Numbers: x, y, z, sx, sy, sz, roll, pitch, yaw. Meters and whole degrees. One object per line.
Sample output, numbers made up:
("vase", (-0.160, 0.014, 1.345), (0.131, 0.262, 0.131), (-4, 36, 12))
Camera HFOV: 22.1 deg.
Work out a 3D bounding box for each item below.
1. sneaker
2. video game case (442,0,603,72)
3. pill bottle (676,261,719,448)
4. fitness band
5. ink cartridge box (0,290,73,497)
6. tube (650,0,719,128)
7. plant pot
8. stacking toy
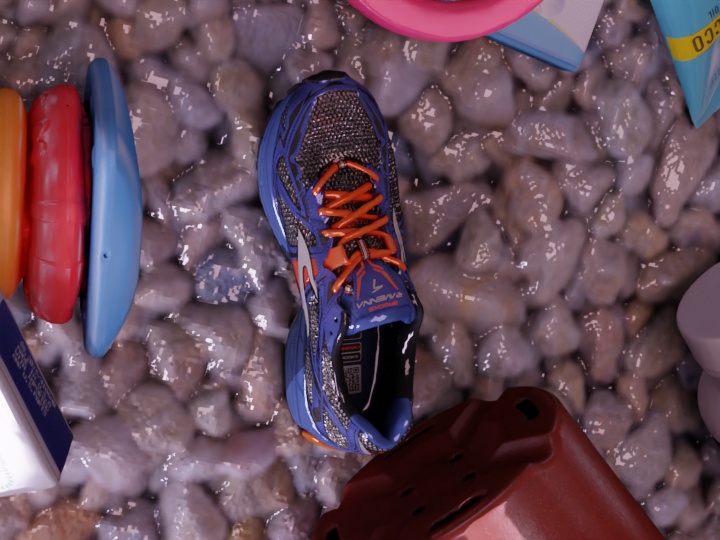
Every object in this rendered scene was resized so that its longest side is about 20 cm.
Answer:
("sneaker", (0.000, 0.000, 0.914), (0.075, 0.078, 0.201), (-15, 107, -21))
("video game case", (0.086, -0.219, 0.938), (0.143, 0.018, 0.201), (19, 93, -27))
("pill bottle", (0.256, 0.086, 1.029), (0.111, 0.111, 0.200), (-39, 114, -12))
("fitness band", (0.023, -0.206, 0.887), (0.143, 0.037, 0.200), (-40, 104, -3))
("ink cartridge box", (-0.250, 0.025, 0.787), (0.199, 0.041, 0.200), (-12, 121, 13))
("tube", (0.170, -0.169, 0.964), (0.077, 0.050, 0.200), (-39, 131, -7))
("plant pot", (0.086, 0.178, 0.939), (0.200, 0.201, 0.196), (-36, 105, -13))
("stacking toy", (-0.200, -0.032, 0.816), (0.199, 0.110, 0.117), (1, 117, -12))
